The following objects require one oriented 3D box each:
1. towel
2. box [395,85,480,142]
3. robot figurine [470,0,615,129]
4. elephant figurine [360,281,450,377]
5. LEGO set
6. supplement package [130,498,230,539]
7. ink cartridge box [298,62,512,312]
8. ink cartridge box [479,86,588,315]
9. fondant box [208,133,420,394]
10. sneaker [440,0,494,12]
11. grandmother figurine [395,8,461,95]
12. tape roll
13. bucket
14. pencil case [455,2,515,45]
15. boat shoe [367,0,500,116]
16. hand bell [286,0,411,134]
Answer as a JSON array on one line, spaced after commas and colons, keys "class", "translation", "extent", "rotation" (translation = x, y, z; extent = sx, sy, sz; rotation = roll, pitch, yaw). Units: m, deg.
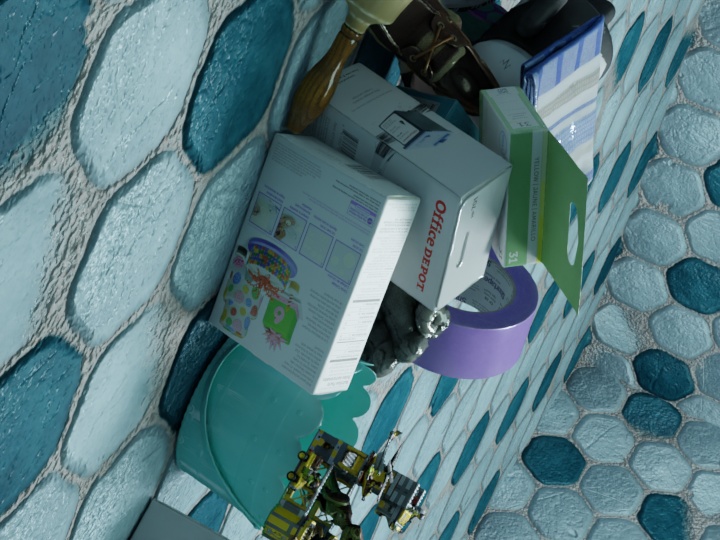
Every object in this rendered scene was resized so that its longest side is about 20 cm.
[{"class": "towel", "translation": [0.204, -0.146, 1.600], "extent": [0.147, 0.024, 0.202], "rotation": [-36, 139, -39]}, {"class": "box", "translation": [0.098, -0.106, 1.597], "extent": [0.049, 0.082, 0.200], "rotation": [-58, 139, -15]}, {"class": "robot figurine", "translation": [0.191, -0.221, 1.661], "extent": [0.200, 0.124, 0.151], "rotation": [-44, 113, -28]}, {"class": "elephant figurine", "translation": [0.000, 0.000, 1.660], "extent": [0.141, 0.201, 0.155], "rotation": [-40, -165, -10]}, {"class": "LEGO set", "translation": [-0.005, 0.241, 1.533], "extent": [0.155, 0.115, 0.200], "rotation": [-58, 164, -17]}, {"class": "supplement package", "translation": [-0.197, 0.355, 1.584], "extent": [0.201, 0.119, 0.121], "rotation": [-61, 163, -12]}, {"class": "ink cartridge box", "translation": [0.034, -0.080, 1.495], "extent": [0.086, 0.199, 0.147], "rotation": [-34, 149, -39]}, {"class": "ink cartridge box", "translation": [0.157, -0.067, 1.466], "extent": [0.201, 0.047, 0.147], "rotation": [-110, -164, -58]}, {"class": "fondant box", "translation": [-0.046, -0.007, 1.452], "extent": [0.058, 0.144, 0.202], "rotation": [-1, 117, -54]}, {"class": "sneaker", "translation": [0.164, -0.327, 1.617], "extent": [0.198, 0.076, 0.115], "rotation": [-21, -174, -17]}, {"class": "grandmother figurine", "translation": [0.075, -0.189, 1.637], "extent": [0.060, 0.122, 0.201], "rotation": [-13, 139, -10]}, {"class": "tape roll", "translation": [0.125, 0.044, 2.020], "extent": [0.200, 0.199, 0.086], "rotation": [-45, 157, -50]}, {"class": "bucket", "translation": [-0.088, 0.157, 1.604], "extent": [0.208, 0.134, 0.208], "rotation": [-57, 164, -27]}, {"class": "pencil case", "translation": [0.107, -0.215, 1.763], "extent": [0.093, 0.084, 0.201], "rotation": [-70, 179, -63]}, {"class": "boat shoe", "translation": [0.074, -0.214, 1.507], "extent": [0.072, 0.072, 0.200], "rotation": [-45, 125, -2]}, {"class": "hand bell", "translation": [-0.012, -0.212, 1.422], "extent": [0.201, 0.104, 0.104], "rotation": [-56, 168, 20]}]
